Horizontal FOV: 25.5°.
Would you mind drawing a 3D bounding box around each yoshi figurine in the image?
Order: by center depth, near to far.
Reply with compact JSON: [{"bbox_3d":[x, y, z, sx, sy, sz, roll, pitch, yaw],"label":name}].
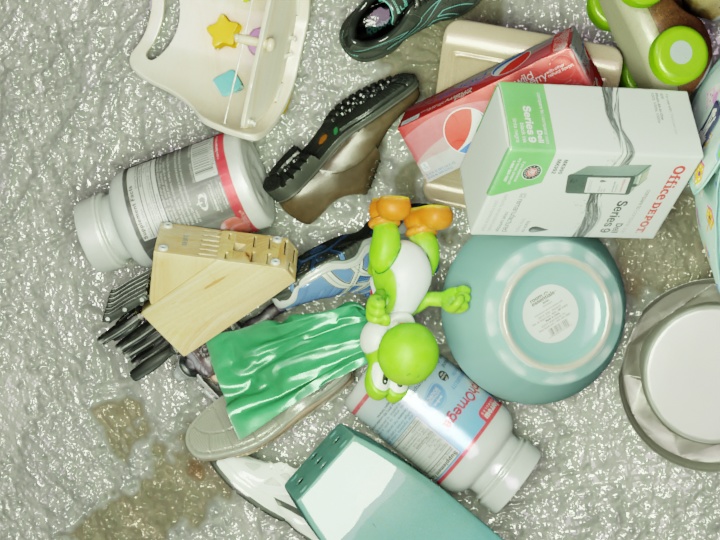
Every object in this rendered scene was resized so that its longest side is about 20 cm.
[{"bbox_3d":[0.049,0.030,1.572,0.111,0.112,0.202,5,84,12],"label":"yoshi figurine"}]

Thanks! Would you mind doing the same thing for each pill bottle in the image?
[{"bbox_3d":[0.089,0.161,1.678,0.199,0.109,0.109,38,99,3],"label":"pill bottle"},{"bbox_3d":[-0.200,-0.068,1.700,0.198,0.111,0.112,-19,92,9],"label":"pill bottle"}]

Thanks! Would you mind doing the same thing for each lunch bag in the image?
[{"bbox_3d":[0.379,-0.095,1.559,0.121,0.171,0.202,-10,115,8],"label":"lunch bag"}]

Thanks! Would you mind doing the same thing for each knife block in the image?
[{"bbox_3d":[-0.172,0.044,1.663,0.198,0.064,0.177,7,121,-3],"label":"knife block"}]

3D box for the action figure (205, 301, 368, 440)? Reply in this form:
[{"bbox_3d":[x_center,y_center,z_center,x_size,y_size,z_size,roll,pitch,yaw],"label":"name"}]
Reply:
[{"bbox_3d":[-0.052,0.086,1.655,0.198,0.055,0.119,-23,74,5],"label":"action figure"}]

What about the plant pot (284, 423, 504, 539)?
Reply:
[{"bbox_3d":[0.026,0.261,1.645,0.200,0.141,0.141,44,84,-10],"label":"plant pot"}]

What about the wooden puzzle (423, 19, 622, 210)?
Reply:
[{"bbox_3d":[0.166,-0.152,1.657,0.183,0.037,0.202,11,117,7],"label":"wooden puzzle"}]

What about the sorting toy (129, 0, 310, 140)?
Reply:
[{"bbox_3d":[-0.155,-0.256,1.691,0.178,0.107,0.202,15,97,14],"label":"sorting toy"}]

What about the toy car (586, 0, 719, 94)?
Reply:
[{"bbox_3d":[0.347,-0.273,1.590,0.199,0.164,0.159,-26,91,-3],"label":"toy car"}]

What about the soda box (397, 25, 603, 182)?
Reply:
[{"bbox_3d":[0.141,-0.165,1.600,0.199,0.064,0.070,-24,108,23],"label":"soda box"}]

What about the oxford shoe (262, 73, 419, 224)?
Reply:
[{"bbox_3d":[-0.006,-0.130,1.698,0.200,0.073,0.084,-42,116,3],"label":"oxford shoe"}]

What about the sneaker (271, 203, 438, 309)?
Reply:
[{"bbox_3d":[0.000,0.000,1.669,0.199,0.076,0.078,-24,107,-17],"label":"sneaker"}]

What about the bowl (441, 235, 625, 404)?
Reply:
[{"bbox_3d":[0.189,0.041,1.620,0.198,0.105,0.203,0,92,-8],"label":"bowl"}]

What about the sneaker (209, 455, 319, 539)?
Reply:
[{"bbox_3d":[-0.060,0.219,1.732,0.200,0.076,0.116,34,90,-4],"label":"sneaker"}]

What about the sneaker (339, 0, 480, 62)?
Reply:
[{"bbox_3d":[0.064,-0.284,1.662,0.199,0.079,0.076,-37,89,8],"label":"sneaker"}]

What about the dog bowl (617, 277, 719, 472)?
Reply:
[{"bbox_3d":[0.366,0.106,1.660,0.198,0.059,0.202,1,95,7],"label":"dog bowl"}]

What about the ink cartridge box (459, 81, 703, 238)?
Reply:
[{"bbox_3d":[0.213,-0.105,1.548,0.198,0.146,0.085,1,57,-13],"label":"ink cartridge box"}]

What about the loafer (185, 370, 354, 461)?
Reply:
[{"bbox_3d":[-0.091,0.151,1.707,0.199,0.063,0.072,-31,59,-3],"label":"loafer"}]

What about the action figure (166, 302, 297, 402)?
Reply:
[{"bbox_3d":[-0.133,0.060,1.726,0.200,0.069,0.130,-41,95,13],"label":"action figure"}]
